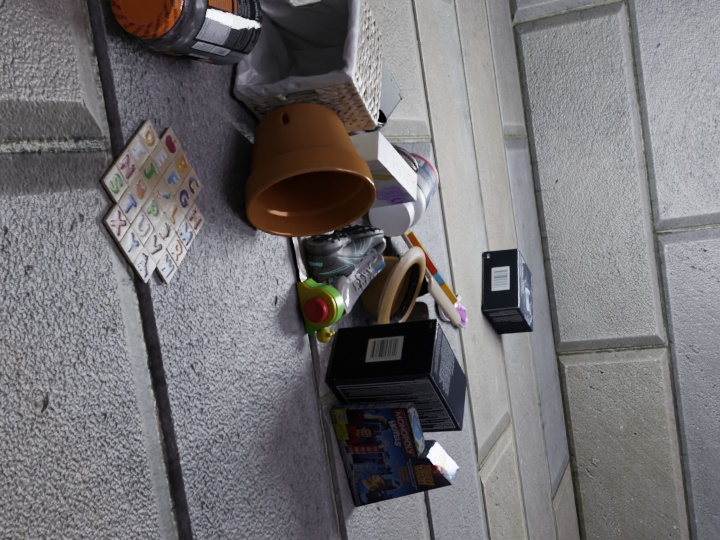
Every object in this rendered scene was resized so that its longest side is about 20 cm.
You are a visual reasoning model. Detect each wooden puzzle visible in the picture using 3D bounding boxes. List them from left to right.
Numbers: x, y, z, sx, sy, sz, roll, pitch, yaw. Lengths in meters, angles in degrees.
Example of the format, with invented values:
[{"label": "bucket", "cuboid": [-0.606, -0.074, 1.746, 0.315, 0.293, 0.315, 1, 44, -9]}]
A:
[{"label": "wooden puzzle", "cuboid": [0.153, 0.001, 1.864, 0.185, 0.037, 0.201, 50, 13, -51]}]

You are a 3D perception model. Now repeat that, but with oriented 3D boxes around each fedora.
[{"label": "fedora", "cuboid": [0.056, 0.035, 1.691, 0.201, 0.081, 0.202, -51, 155, -35]}]

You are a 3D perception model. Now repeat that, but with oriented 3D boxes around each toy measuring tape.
[{"label": "toy measuring tape", "cuboid": [-0.069, 0.023, 1.446, 0.073, 0.073, 0.203, -27, 110, -66]}]

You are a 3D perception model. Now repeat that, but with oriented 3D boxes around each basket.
[{"label": "basket", "cuboid": [-0.076, -0.334, 1.370, 0.161, 0.196, 0.202, 49, 39, -60]}]

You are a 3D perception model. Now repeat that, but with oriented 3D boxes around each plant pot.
[{"label": "plant pot", "cuboid": [-0.084, -0.160, 1.319, 0.200, 0.198, 0.142, 38, 37, -60]}]

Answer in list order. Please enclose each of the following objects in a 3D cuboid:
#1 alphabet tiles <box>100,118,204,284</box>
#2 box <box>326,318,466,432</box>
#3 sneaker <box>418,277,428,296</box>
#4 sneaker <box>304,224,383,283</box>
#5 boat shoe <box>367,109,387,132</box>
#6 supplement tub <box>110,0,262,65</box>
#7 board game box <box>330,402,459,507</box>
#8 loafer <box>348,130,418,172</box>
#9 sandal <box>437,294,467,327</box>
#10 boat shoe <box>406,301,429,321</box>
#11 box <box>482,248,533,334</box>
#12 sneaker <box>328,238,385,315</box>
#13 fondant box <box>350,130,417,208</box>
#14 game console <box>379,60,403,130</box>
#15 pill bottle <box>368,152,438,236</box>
[{"label": "alphabet tiles", "cuboid": [-0.259, -0.087, 1.099, 0.201, 0.006, 0.167, -72, 147, -46]}, {"label": "box", "cuboid": [0.071, 0.198, 1.572, 0.199, 0.198, 0.124, 61, 31, -44]}, {"label": "sneaker", "cuboid": [0.095, 0.022, 1.861, 0.200, 0.075, 0.092, -14, 88, -75]}, {"label": "sneaker", "cuboid": [-0.030, -0.034, 1.549, 0.199, 0.075, 0.080, -19, 114, -48]}, {"label": "boat shoe", "cuboid": [-0.007, -0.317, 1.674, 0.074, 0.063, 0.201, 64, 16, 17]}, {"label": "supplement tub", "cuboid": [-0.222, -0.336, 1.109, 0.200, 0.121, 0.124, -13, 96, -67]}, {"label": "board game box", "cuboid": [0.067, 0.319, 1.525, 0.062, 0.198, 0.202, -46, 126, -60]}, {"label": "loafer", "cuboid": [0.025, -0.217, 1.689, 0.198, 0.073, 0.072, 21, 76, -29]}, {"label": "sandal", "cuboid": [0.247, 0.095, 2.215, 0.202, 0.049, 0.084, 30, 57, -63]}, {"label": "boat shoe", "cuboid": [0.116, 0.167, 1.861, 0.072, 0.075, 0.202, 44, 53, -62]}, {"label": "box", "cuboid": [0.452, 0.066, 2.632, 0.200, 0.116, 0.199, 48, 41, -56]}, {"label": "sneaker", "cuboid": [0.000, 0.000, 1.600, 0.201, 0.086, 0.075, -73, 149, -42]}, {"label": "fondant box", "cuboid": [0.005, -0.177, 1.582, 0.200, 0.143, 0.059, 35, 52, -61]}, {"label": "game console", "cuboid": [0.000, -0.416, 1.800, 0.177, 0.116, 0.200, -56, 143, -14]}, {"label": "pill bottle", "cuboid": [0.086, -0.155, 1.805, 0.200, 0.118, 0.121, -59, 137, -54]}]
